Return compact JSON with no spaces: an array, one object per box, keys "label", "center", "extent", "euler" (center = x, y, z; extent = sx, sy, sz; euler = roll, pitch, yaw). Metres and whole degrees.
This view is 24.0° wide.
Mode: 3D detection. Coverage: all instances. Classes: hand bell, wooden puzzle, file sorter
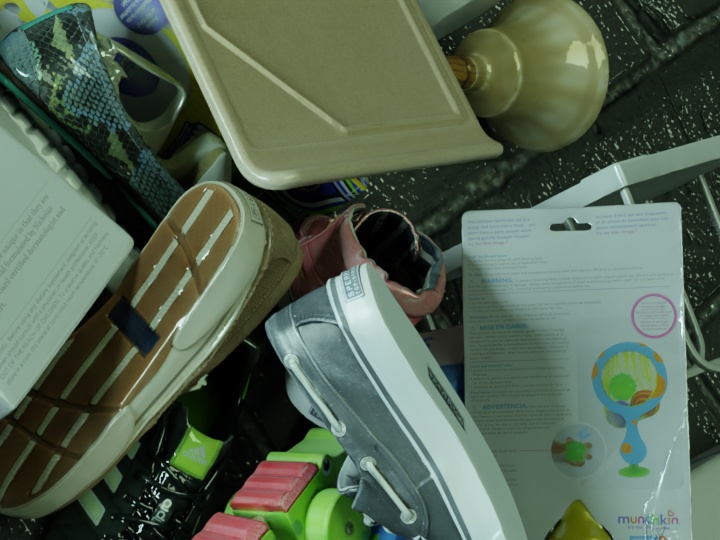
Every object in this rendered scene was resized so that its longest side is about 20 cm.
[{"label":"hand bell","center":[0.057,-0.120,1.036],"extent":[0.200,0.104,0.104],"euler":[-9,74,-51]},{"label":"wooden puzzle","center":[-0.032,-0.128,0.895],"extent":[0.185,0.037,0.200],"euler":[-11,66,-47]},{"label":"file sorter","center":[0.148,0.015,1.004],"extent":[0.139,0.200,0.125],"euler":[-16,83,-40]}]

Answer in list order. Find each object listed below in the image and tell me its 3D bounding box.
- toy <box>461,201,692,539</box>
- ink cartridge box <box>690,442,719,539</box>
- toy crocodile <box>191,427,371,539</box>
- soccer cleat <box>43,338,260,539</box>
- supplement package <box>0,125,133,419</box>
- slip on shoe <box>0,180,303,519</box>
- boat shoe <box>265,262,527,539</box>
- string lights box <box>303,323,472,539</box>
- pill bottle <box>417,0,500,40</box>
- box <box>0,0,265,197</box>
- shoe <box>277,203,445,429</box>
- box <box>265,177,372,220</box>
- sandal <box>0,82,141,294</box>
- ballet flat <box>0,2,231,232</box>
[{"label":"toy","center":[0.113,0.069,0.886],"extent":[0.047,0.115,0.201],"euler":[49,41,-73]},{"label":"ink cartridge box","center":[0.236,0.188,1.058],"extent":[0.200,0.087,0.146],"euler":[-21,82,-43]},{"label":"toy crocodile","center":[-0.054,0.138,0.811],"extent":[0.200,0.067,0.062],"euler":[-49,127,-41]},{"label":"soccer cleat","center":[-0.106,0.113,0.842],"extent":[0.067,0.081,0.200],"euler":[33,53,-20]},{"label":"supplement package","center":[-0.231,-0.020,0.790],"extent":[0.200,0.117,0.117],"euler":[42,50,-14]},{"label":"slip on shoe","center":[-0.106,0.045,0.824],"extent":[0.076,0.200,0.061],"euler":[44,10,38]},{"label":"boat shoe","center":[0.022,0.094,0.811],"extent":[0.200,0.068,0.072],"euler":[59,12,-21]},{"label":"string lights box","center":[0.010,0.125,0.902],"extent":[0.059,0.103,0.200],"euler":[49,47,-29]},{"label":"pill bottle","center":[0.015,-0.248,1.083],"extent":[0.114,0.114,0.200],"euler":[-30,88,-41]},{"label":"box","center":[-0.110,-0.117,0.925],"extent":[0.200,0.117,0.048],"euler":[39,45,-15]},{"label":"shoe","center":[0.000,0.000,0.912],"extent":[0.071,0.091,0.200],"euler":[23,23,-16]},{"label":"box","center":[-0.074,-0.120,0.990],"extent":[0.200,0.064,0.070],"euler":[40,50,-13]},{"label":"sandal","center":[-0.186,-0.063,0.884],"extent":[0.050,0.082,0.203],"euler":[-37,85,1]},{"label":"ballet flat","center":[-0.107,-0.062,0.892],"extent":[0.200,0.074,0.074],"euler":[49,44,-38]}]
